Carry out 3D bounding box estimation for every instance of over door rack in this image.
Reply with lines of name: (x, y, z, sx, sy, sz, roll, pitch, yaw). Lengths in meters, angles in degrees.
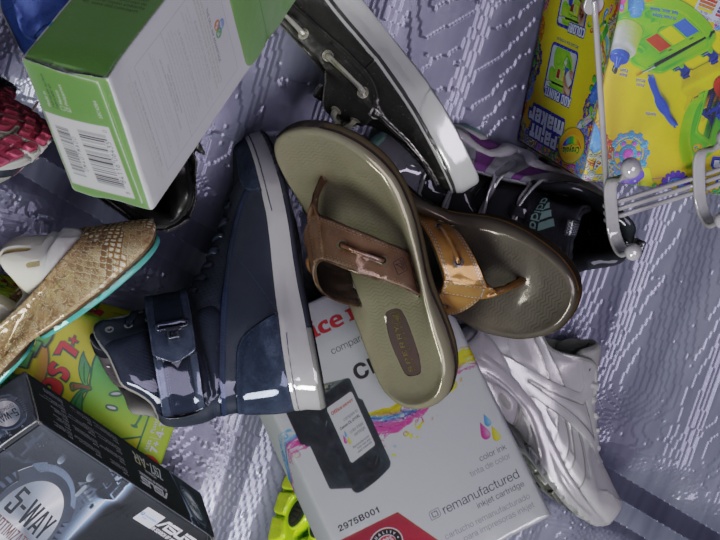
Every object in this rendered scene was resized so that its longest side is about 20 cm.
over door rack: (0.216, -0.117, 1.086, 0.146, 0.067, 0.202, -18, 112, -13)

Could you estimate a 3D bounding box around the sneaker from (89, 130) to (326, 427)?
sneaker: (-0.107, 0.006, 1.111, 0.145, 0.204, 0.077, -11, 150, 2)

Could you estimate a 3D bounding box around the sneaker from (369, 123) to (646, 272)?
sneaker: (0.104, -0.046, 1.162, 0.198, 0.140, 0.079, 9, 104, -21)

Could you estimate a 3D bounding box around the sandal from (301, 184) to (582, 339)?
sandal: (0.046, -0.011, 1.105, 0.199, 0.055, 0.082, 30, 121, 5)

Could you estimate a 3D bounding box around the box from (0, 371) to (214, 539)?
box: (-0.215, 0.167, 1.120, 0.160, 0.044, 0.200, -34, 138, 10)

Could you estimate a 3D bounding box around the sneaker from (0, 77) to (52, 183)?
sneaker: (-0.234, -0.075, 1.010, 0.080, 0.200, 0.075, 23, 97, -20)

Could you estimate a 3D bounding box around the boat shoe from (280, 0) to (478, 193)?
boat shoe: (0.000, -0.124, 1.122, 0.063, 0.071, 0.201, -37, 85, -2)

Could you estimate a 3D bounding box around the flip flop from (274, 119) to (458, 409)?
flip flop: (0.000, 0.000, 1.076, 0.057, 0.081, 0.202, -33, 106, -48)

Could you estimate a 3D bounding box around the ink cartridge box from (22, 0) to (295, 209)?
ink cartridge box: (-0.110, -0.145, 1.004, 0.201, 0.059, 0.104, -59, 153, -33)

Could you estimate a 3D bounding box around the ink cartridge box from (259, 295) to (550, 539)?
ink cartridge box: (0.017, 0.110, 1.163, 0.145, 0.083, 0.201, -25, 81, -9)

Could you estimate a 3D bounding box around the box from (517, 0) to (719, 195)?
box: (0.237, -0.158, 1.182, 0.198, 0.122, 0.195, 6, 105, -20)

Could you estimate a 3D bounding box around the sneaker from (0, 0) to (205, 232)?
sneaker: (-0.161, -0.115, 1.072, 0.076, 0.111, 0.201, -27, 112, -8)

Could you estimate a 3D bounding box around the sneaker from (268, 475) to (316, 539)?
sneaker: (-0.022, 0.205, 1.247, 0.083, 0.074, 0.202, 13, 99, -47)

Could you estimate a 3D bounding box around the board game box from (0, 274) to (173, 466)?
board game box: (-0.217, 0.065, 1.143, 0.198, 0.048, 0.102, 17, 101, -22)

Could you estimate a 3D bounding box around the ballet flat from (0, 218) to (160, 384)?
ballet flat: (-0.214, 0.021, 1.055, 0.200, 0.071, 0.065, -40, 106, 9)

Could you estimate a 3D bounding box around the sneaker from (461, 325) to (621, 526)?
sneaker: (0.150, 0.102, 1.260, 0.099, 0.078, 0.201, -39, 114, -8)
